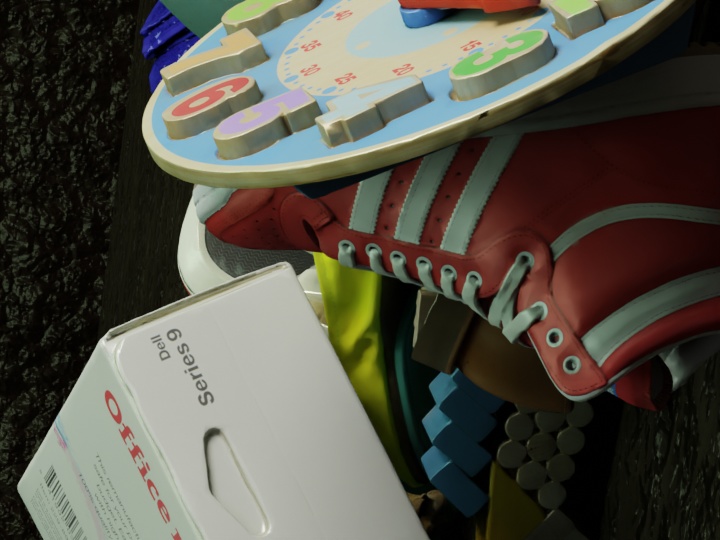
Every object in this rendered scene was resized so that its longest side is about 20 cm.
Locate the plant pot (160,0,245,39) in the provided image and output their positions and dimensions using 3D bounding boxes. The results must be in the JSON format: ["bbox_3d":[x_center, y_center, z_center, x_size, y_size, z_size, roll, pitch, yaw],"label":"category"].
[{"bbox_3d":[0.007,-0.153,1.162,0.201,0.161,0.201,14,-90,-89],"label":"plant pot"}]

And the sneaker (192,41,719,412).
[{"bbox_3d":[0.039,-0.001,0.979,0.071,0.200,0.113,1,-101,-63],"label":"sneaker"}]

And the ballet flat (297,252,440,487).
[{"bbox_3d":[0.000,0.000,1.144,0.200,0.067,0.067,82,-153,-43],"label":"ballet flat"}]

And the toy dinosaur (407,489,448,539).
[{"bbox_3d":[0.027,0.157,1.188,0.200,0.058,0.101,-112,13,-68],"label":"toy dinosaur"}]

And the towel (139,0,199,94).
[{"bbox_3d":[-0.022,-0.166,1.447,0.200,0.050,0.148,-21,33,50],"label":"towel"}]

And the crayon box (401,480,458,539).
[{"bbox_3d":[0.036,0.021,1.327,0.200,0.051,0.127,113,161,-57],"label":"crayon box"}]

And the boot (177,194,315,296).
[{"bbox_3d":[-0.035,-0.029,1.312,0.200,0.072,0.144,-57,4,-39],"label":"boot"}]

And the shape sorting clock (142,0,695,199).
[{"bbox_3d":[0.022,-0.082,0.959,0.200,0.200,0.039,-109,1,-68],"label":"shape sorting clock"}]

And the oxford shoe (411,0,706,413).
[{"bbox_3d":[0.092,-0.043,1.036,0.200,0.071,0.071,-65,-7,16],"label":"oxford shoe"}]

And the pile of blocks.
[{"bbox_3d":[0.054,0.029,1.128,0.062,0.082,0.200,-116,33,-72],"label":"pile of blocks"}]

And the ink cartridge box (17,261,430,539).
[{"bbox_3d":[-0.054,0.103,1.182,0.145,0.087,0.200,62,159,11],"label":"ink cartridge box"}]
